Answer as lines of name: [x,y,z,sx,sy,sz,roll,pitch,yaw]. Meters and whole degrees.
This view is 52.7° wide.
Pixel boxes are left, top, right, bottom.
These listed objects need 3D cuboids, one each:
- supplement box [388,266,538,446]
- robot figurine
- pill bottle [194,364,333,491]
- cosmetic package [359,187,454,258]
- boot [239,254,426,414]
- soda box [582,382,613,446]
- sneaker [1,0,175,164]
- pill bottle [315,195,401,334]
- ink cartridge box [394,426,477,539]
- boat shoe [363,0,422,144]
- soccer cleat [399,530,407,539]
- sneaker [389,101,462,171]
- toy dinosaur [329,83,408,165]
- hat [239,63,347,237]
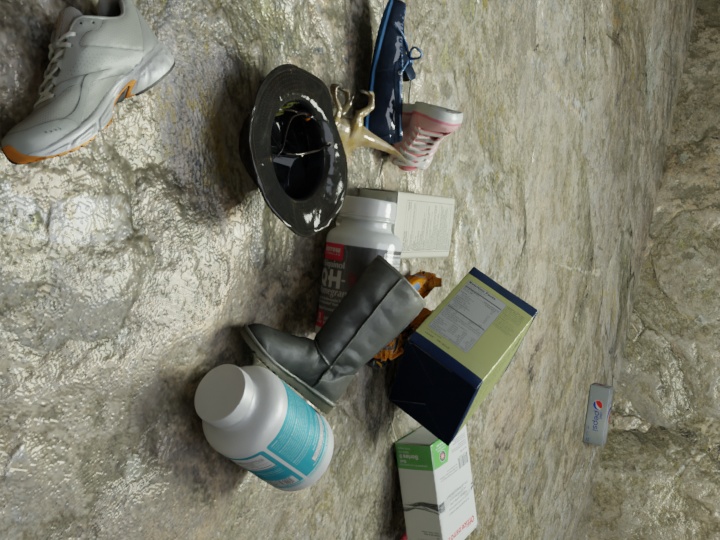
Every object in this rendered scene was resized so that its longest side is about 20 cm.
supplement box: [0.170,0.145,1.227,0.200,0.134,0.201,-43,159,-33]
robot figurine: [0.068,0.078,1.205,0.199,0.058,0.147,-32,126,-51]
pill bottle: [-0.119,0.189,0.889,0.200,0.110,0.112,54,54,-49]
cosmetic package: [0.074,-0.074,1.165,0.199,0.070,0.107,0,99,-58]
boot: [-0.032,0.062,0.932,0.200,0.073,0.182,-48,119,0]
soda box: [0.816,0.492,2.490,0.063,0.068,0.203,0,97,-57]
sneaker: [-0.252,-0.173,0.636,0.093,0.075,0.201,63,39,-33]
pill bottle: [0.000,0.000,1.030,0.110,0.110,0.203,3,95,-58]
ink cartridge box: [0.142,0.399,1.346,0.145,0.083,0.203,-10,94,-56]
boat shoe: [0.049,-0.287,1.060,0.084,0.068,0.203,-99,-162,-73]
soccer cleat: [0.095,0.588,1.390,0.076,0.066,0.203,-161,-111,-85]
sneaker: [0.096,-0.198,1.096,0.200,0.074,0.106,-129,-128,-75]
toy dinosaur: [-0.016,-0.200,1.006,0.198,0.058,0.103,1,103,-40]
hat: [-0.096,-0.140,0.874,0.200,0.080,0.204,1,88,-60]
